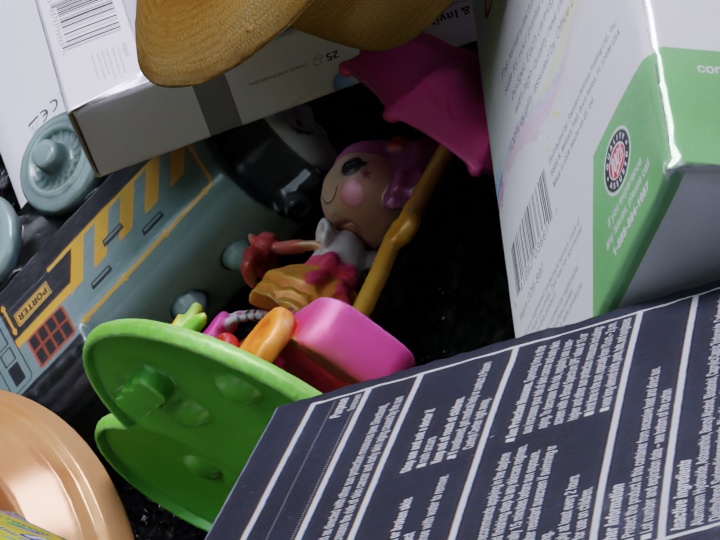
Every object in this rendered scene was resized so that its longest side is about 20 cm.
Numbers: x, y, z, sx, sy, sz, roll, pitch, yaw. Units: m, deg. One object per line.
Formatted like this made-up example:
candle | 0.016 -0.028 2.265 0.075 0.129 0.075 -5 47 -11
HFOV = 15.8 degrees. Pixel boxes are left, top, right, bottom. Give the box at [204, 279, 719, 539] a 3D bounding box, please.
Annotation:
box | 0.066 0.097 0.694 0.198 0.123 0.200 -16 15 15

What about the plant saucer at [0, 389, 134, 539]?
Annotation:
plant saucer | -0.170 0.145 1.038 0.200 0.037 0.200 -7 79 39

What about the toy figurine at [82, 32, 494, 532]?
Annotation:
toy figurine | 0.000 0.000 0.962 0.184 0.150 0.200 -59 12 -23

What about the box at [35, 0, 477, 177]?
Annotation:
box | -0.034 -0.132 1.051 0.200 0.041 0.156 -21 45 -1

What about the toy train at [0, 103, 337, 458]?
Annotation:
toy train | -0.094 -0.014 1.083 0.200 0.085 0.114 -44 53 14

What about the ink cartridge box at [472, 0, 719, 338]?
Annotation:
ink cartridge box | 0.101 -0.062 0.842 0.145 0.087 0.200 110 159 -50

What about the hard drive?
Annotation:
hard drive | -0.128 -0.114 1.222 0.132 0.027 0.200 -45 41 16

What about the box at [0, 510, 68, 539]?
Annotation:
box | -0.127 0.196 0.889 0.200 0.122 0.193 16 93 43

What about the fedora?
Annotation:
fedora | -0.004 -0.135 0.914 0.201 0.082 0.201 -45 30 36
